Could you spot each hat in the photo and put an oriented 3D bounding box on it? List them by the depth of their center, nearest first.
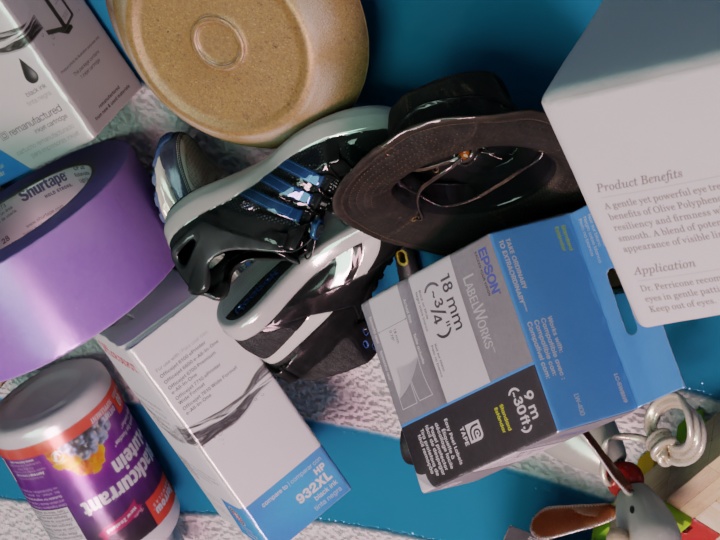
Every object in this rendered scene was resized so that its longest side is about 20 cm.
[{"bbox_3d":[0.072,-0.084,1.408,0.199,0.082,0.201,-9,154,-4],"label":"hat"}]

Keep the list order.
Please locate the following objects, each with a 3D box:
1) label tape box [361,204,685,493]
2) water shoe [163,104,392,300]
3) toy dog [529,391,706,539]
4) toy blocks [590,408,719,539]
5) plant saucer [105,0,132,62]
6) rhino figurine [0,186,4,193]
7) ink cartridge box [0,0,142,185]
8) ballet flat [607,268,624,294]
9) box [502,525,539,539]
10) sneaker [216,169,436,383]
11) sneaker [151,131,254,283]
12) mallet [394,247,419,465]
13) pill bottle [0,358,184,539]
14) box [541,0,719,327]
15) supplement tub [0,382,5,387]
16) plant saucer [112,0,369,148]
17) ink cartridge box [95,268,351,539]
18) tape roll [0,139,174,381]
[{"bbox_3d":[0.105,0.050,1.420,0.199,0.063,0.145,-29,74,40],"label":"label tape box"},{"bbox_3d":[-0.043,-0.044,1.470,0.199,0.071,0.079,-28,70,19],"label":"water shoe"},{"bbox_3d":[0.145,0.123,1.480,0.200,0.096,0.133,38,125,53],"label":"toy dog"},{"bbox_3d":[0.279,0.182,1.516,0.136,0.100,0.200,31,133,-11],"label":"toy blocks"},{"bbox_3d":[-0.103,-0.182,1.482,0.199,0.037,0.202,14,128,18],"label":"plant saucer"},{"bbox_3d":[-0.364,-0.078,1.670,0.200,0.060,0.088,39,110,-1],"label":"rhino figurine"},{"bbox_3d":[-0.282,-0.175,1.546,0.145,0.084,0.201,-22,111,37],"label":"ink cartridge box"},{"bbox_3d":[0.161,-0.005,1.464,0.199,0.068,0.064,-14,87,31],"label":"ballet flat"},{"bbox_3d":[0.199,0.273,1.593,0.199,0.050,0.158,20,158,14],"label":"box"},{"bbox_3d":[0.000,0.000,1.520,0.200,0.073,0.112,-40,127,10],"label":"sneaker"},{"bbox_3d":[-0.078,-0.031,1.561,0.085,0.077,0.201,-22,118,26],"label":"sneaker"},{"bbox_3d":[0.041,0.064,1.583,0.065,0.041,0.201,-8,114,27],"label":"mallet"},{"bbox_3d":[-0.219,0.184,1.749,0.111,0.112,0.201,-12,117,33],"label":"pill bottle"},{"bbox_3d":[0.250,-0.100,1.249,0.198,0.200,0.172,-11,119,33],"label":"box"},{"bbox_3d":[-0.362,0.084,1.693,0.122,0.200,0.123,14,128,19],"label":"supplement tub"},{"bbox_3d":[-0.092,-0.164,1.441,0.199,0.035,0.201,14,128,18],"label":"plant saucer"},{"bbox_3d":[-0.112,0.104,1.613,0.201,0.084,0.145,56,167,-17],"label":"ink cartridge box"},{"bbox_3d":[-0.236,-0.008,1.563,0.199,0.200,0.085,-17,113,35],"label":"tape roll"}]
